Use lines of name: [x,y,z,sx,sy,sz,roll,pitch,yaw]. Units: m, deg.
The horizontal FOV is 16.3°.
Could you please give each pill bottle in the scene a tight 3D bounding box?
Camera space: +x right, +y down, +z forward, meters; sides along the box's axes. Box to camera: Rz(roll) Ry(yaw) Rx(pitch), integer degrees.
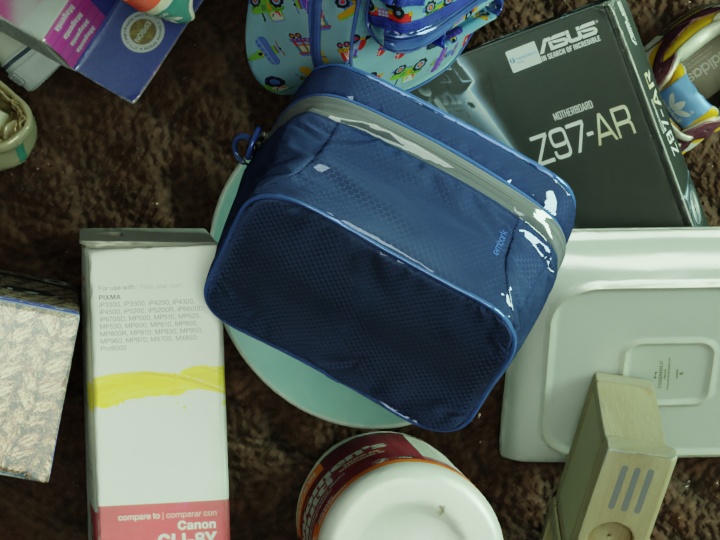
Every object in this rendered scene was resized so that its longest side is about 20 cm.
pill bottle: [0.018,0.156,1.509,0.109,0.200,0.110,-1,94,-7]

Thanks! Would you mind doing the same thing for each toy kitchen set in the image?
toy kitchen set: [0.222,0.195,1.522,0.199,0.163,0.181,9,123,-8]

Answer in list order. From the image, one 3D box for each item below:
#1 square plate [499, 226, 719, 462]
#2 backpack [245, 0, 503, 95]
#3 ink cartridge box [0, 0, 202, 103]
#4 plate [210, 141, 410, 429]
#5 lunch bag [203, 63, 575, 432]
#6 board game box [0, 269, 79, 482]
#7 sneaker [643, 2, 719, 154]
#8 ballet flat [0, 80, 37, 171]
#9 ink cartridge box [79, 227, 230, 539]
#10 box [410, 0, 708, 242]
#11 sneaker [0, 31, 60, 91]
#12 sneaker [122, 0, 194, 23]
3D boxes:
square plate: [0.188,0.053,1.542,0.197,0.028,0.200,-1,134,-1]
backpack: [0.020,-0.184,1.452,0.134,0.182,0.200,28,128,27]
ink cartridge box: [-0.167,-0.229,1.490,0.200,0.043,0.197,29,80,16]
plate: [0.000,0.000,1.550,0.200,0.026,0.201,6,107,22]
lunch bag: [0.013,-0.022,1.429,0.200,0.136,0.132,29,51,-3]
board game box: [-0.251,0.049,1.469,0.159,0.200,0.097,11,93,-8]
sneaker: [0.177,-0.096,1.565,0.200,0.090,0.075,-45,98,-2]
ballet flat: [-0.279,-0.134,1.520,0.200,0.069,0.070,36,89,-8]
ink cartridge box: [-0.125,0.076,1.514,0.083,0.145,0.201,-2,95,-7]
box: [0.094,-0.062,1.542,0.200,0.044,0.161,-18,97,20]
sneaker: [-0.153,-0.198,1.527,0.200,0.073,0.071,-43,101,-2]
sneaker: [-0.090,-0.235,1.450,0.093,0.070,0.200,36,73,-37]
